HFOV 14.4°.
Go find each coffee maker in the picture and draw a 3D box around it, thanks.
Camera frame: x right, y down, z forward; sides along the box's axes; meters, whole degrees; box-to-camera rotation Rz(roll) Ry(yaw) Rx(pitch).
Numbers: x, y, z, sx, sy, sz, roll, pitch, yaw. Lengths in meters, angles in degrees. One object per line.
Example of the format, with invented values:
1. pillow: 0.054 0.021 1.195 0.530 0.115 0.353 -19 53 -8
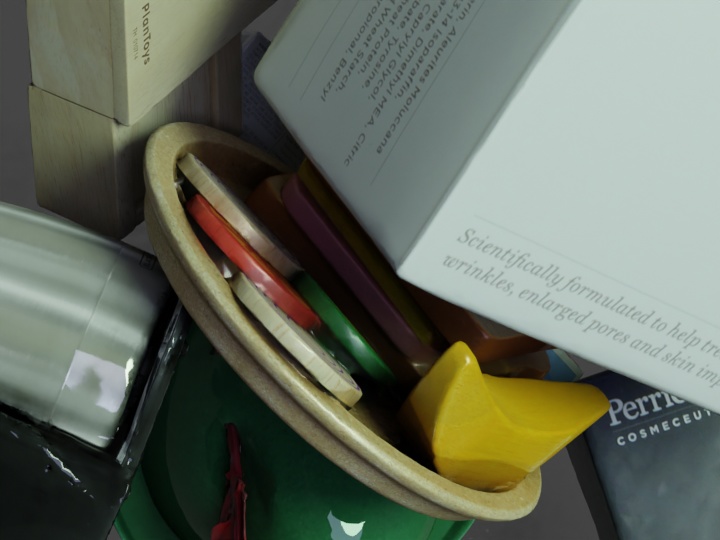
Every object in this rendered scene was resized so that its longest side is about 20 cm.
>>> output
1. coffee maker: -0.176 0.048 0.977 0.199 0.135 0.193 22 75 -4

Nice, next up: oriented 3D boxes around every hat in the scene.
1. hat: -0.007 0.090 1.038 0.165 0.176 0.201 4 104 -14

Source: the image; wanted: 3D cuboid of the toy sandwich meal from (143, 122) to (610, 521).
1. toy sandwich meal: 0.012 0.004 0.992 0.205 0.205 0.070 38 108 -21

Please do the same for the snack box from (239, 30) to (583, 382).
1. snack box: 0.000 0.000 1.130 0.200 0.024 0.072 46 78 -19

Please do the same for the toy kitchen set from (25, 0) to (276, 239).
1. toy kitchen set: -0.110 -0.159 1.046 0.163 0.180 0.201 -44 147 -41

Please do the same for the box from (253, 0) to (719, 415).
1. box: 0.109 -0.078 0.945 0.198 0.131 0.200 23 108 -36

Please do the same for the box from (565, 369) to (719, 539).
1. box: 0.201 0.114 1.112 0.196 0.117 0.201 -19 78 0
